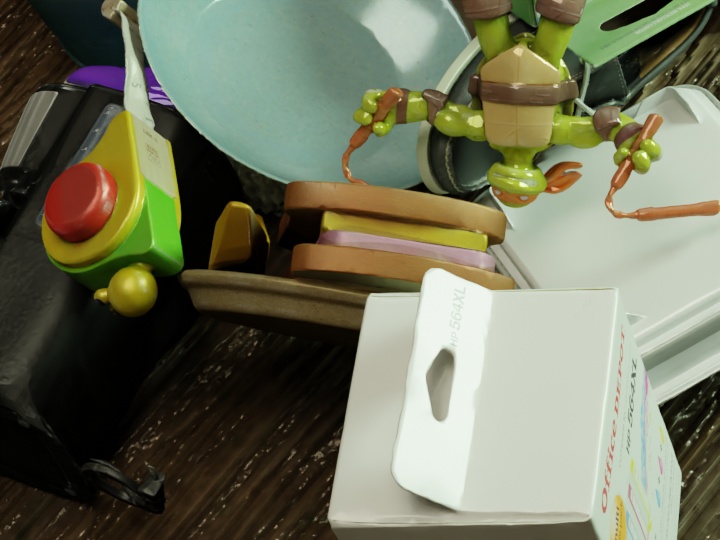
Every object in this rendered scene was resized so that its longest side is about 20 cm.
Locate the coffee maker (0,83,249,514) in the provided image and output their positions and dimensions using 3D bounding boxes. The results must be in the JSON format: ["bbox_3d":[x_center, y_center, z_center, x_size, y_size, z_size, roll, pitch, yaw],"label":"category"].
[{"bbox_3d":[-0.144,0.016,1.461,0.192,0.135,0.200,29,68,6],"label":"coffee maker"}]

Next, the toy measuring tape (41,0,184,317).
[{"bbox_3d":[-0.135,-0.054,1.392,0.073,0.074,0.200,-17,53,7],"label":"toy measuring tape"}]

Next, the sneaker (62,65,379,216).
[{"bbox_3d":[-0.071,-0.094,1.539,0.200,0.070,0.100,16,59,20],"label":"sneaker"}]

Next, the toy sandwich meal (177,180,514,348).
[{"bbox_3d":[0.000,0.000,1.363,0.205,0.205,0.070,8,85,23],"label":"toy sandwich meal"}]

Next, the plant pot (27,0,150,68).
[{"bbox_3d":[-0.151,-0.242,1.563,0.200,0.188,0.200,-18,52,25],"label":"plant pot"}]

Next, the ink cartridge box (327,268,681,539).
[{"bbox_3d":[0.071,0.101,1.264,0.125,0.200,0.129,-2,56,17],"label":"ink cartridge box"}]

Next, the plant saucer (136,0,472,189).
[{"bbox_3d":[-0.032,-0.114,1.469,0.201,0.039,0.201,13,52,-17],"label":"plant saucer"}]

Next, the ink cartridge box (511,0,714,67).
[{"bbox_3d":[0.106,-0.195,1.456,0.104,0.059,0.200,-29,41,-18],"label":"ink cartridge box"}]

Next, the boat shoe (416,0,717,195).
[{"bbox_3d":[0.111,-0.107,1.445,0.200,0.072,0.068,-38,34,-25],"label":"boat shoe"}]

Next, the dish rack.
[{"bbox_3d":[0.150,-0.021,1.398,0.171,0.044,0.200,-30,37,-3],"label":"dish rack"}]

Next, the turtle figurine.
[{"bbox_3d":[0.093,-0.099,1.369,0.200,0.162,0.064,8,15,16],"label":"turtle figurine"}]

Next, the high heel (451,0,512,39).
[{"bbox_3d":[0.043,-0.159,1.539,0.200,0.067,0.096,24,56,27],"label":"high heel"}]
